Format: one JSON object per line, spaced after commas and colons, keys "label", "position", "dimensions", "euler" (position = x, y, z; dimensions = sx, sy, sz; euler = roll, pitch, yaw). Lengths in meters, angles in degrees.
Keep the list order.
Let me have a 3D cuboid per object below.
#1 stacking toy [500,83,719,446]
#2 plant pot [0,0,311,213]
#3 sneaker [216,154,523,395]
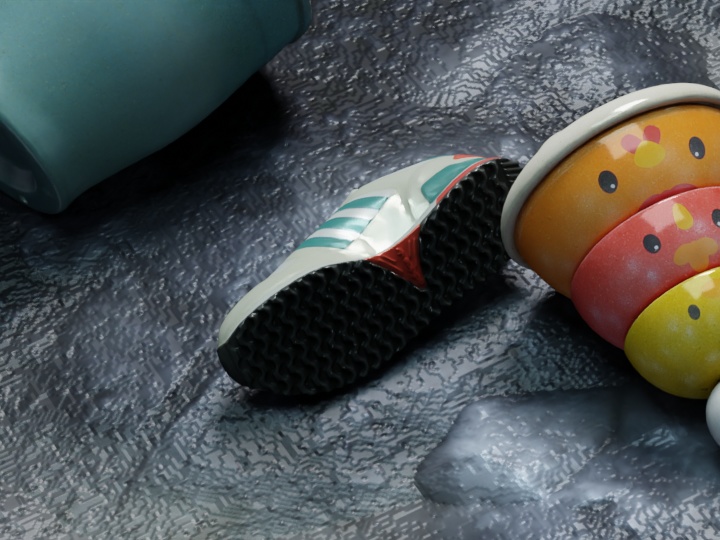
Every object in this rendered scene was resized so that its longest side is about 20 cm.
{"label": "stacking toy", "position": [0.176, 0.015, 1.470], "dimensions": [0.146, 0.146, 0.200], "euler": [-22, 61, -14]}
{"label": "plant pot", "position": [-0.163, -0.142, 1.644], "dimensions": [0.200, 0.200, 0.188], "euler": [28, 69, 34]}
{"label": "sneaker", "position": [0.000, -0.001, 1.553], "dimensions": [0.200, 0.070, 0.093], "euler": [-34, 22, -15]}
